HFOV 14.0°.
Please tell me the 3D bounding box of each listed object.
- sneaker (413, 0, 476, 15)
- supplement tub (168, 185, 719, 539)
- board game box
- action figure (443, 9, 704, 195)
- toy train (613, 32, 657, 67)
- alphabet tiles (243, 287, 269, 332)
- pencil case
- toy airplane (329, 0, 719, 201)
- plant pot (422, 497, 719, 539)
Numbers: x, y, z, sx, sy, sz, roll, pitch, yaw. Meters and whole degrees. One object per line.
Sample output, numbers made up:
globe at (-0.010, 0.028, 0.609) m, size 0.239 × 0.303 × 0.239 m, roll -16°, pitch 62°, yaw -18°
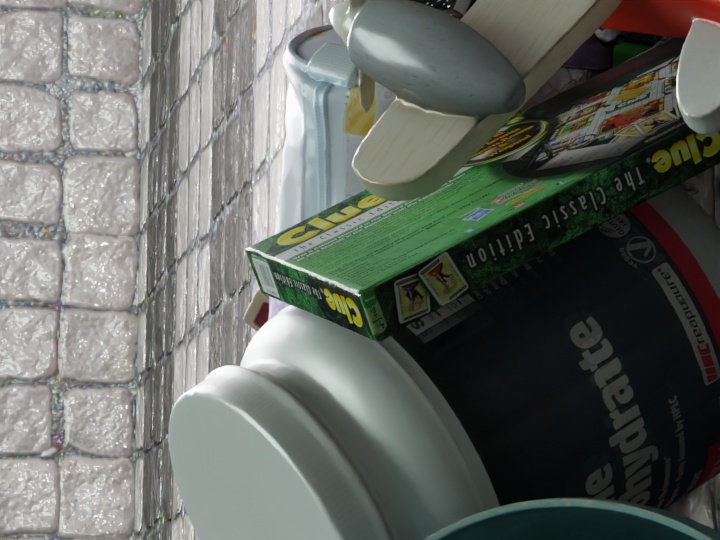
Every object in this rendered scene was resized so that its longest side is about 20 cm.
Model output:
sneaker at (0.055, -0.106, 1.319) m, size 0.070 × 0.090 × 0.201 m, roll -25°, pitch 33°, yaw 41°
supplement tub at (0.043, 0.053, 1.101) m, size 0.140 × 0.200 × 0.141 m, roll 42°, pitch 149°, yaw 33°
board game box at (0.065, -0.034, 1.066) m, size 0.105 × 0.199 × 0.024 m, roll 25°, pitch 138°, yaw 63°
action figure at (0.089, -0.105, 1.207) m, size 0.069 × 0.130 × 0.201 m, roll -10°, pitch -72°, yaw -76°
toy train at (0.114, -0.045, 1.263) m, size 0.056 × 0.042 × 0.201 m, roll 125°, pitch 147°, yaw -52°
alphabet tiles at (0.026, 0.044, 1.330) m, size 0.006 × 0.166 × 0.200 m, roll -49°, pitch -6°, yaw -30°
pencil case at (0.000, 0.000, 1.194) m, size 0.083 × 0.090 × 0.201 m, roll 28°, pitch 118°, yaw 44°
toy airplane at (0.080, -0.130, 1.055) m, size 0.141 × 0.199 × 0.200 m, roll 48°, pitch -149°, yaw -31°
plant pot at (0.094, 0.175, 1.005) m, size 0.135 × 0.199 × 0.201 m, roll 3°, pitch -92°, yaw -67°
